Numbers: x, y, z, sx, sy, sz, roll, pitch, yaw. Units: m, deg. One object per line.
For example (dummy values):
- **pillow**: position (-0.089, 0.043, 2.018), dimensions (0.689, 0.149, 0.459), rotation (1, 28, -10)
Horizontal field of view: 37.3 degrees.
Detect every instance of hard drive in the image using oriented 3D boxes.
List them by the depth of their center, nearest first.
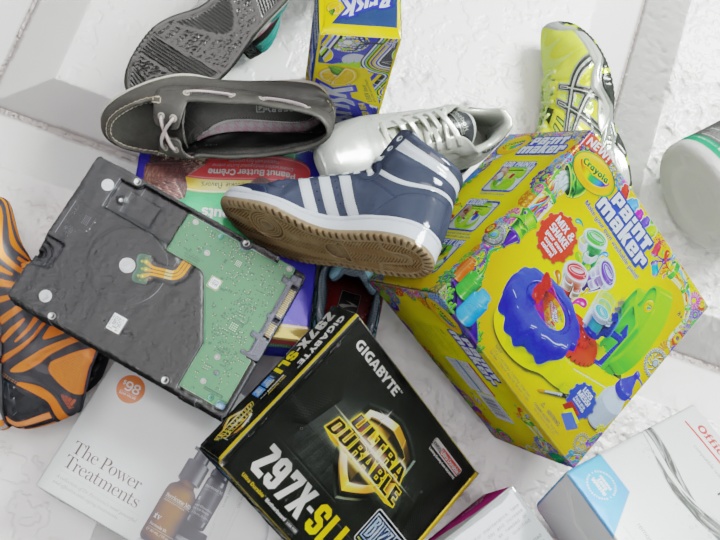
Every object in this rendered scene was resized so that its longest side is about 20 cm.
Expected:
- **hard drive**: position (-0.163, 0.015, 0.871), dimensions (0.199, 0.038, 0.140), rotation (28, 74, 1)

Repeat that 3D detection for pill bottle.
- **pill bottle**: position (0.397, -0.107, 1.015), dimensions (0.199, 0.113, 0.114), rotation (-25, 79, -13)

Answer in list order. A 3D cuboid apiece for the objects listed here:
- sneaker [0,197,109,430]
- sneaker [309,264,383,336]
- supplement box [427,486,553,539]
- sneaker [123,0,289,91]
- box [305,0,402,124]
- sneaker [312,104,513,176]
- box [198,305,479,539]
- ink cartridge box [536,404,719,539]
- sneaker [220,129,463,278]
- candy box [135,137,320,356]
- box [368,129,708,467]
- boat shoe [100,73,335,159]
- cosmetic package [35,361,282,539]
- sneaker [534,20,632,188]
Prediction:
- **sneaker**: position (-0.268, 0.031, 0.910), dimensions (0.111, 0.078, 0.201), rotation (-8, 87, 0)
- **sneaker**: position (0.000, 0.000, 0.945), dimensions (0.079, 0.096, 0.201), rotation (9, 74, -5)
- **supplement box**: position (0.137, 0.291, 0.882), dimensions (0.103, 0.101, 0.200), rotation (-36, 82, -15)
- **sneaker**: position (-0.136, -0.216, 0.974), dimensions (0.200, 0.121, 0.084), rotation (-44, 96, -10)
- **box**: position (-0.011, -0.186, 0.939), dimensions (0.070, 0.200, 0.065), rotation (2, 75, -6)
- **sneaker**: position (0.046, -0.117, 0.954), dimensions (0.199, 0.080, 0.077), rotation (-17, 87, -38)
- **box**: position (-0.012, 0.156, 0.875), dimensions (0.160, 0.049, 0.200), rotation (-45, 118, -16)
- **ink cartridge box**: position (0.263, 0.192, 0.899), dimensions (0.199, 0.067, 0.116), rotation (-20, 61, -31)
- **sneaker**: position (-0.012, -0.063, 0.877), dimensions (0.199, 0.070, 0.109), rotation (12, 60, 26)
- **candy box**: position (-0.121, -0.034, 0.949), dimensions (0.168, 0.077, 0.201), rotation (7, 75, -5)
- **box**: position (0.153, 0.019, 0.908), dimensions (0.193, 0.122, 0.200), rotation (-46, 112, -16)
- **boat shoe**: position (-0.119, -0.125, 0.892), dimensions (0.199, 0.067, 0.057), rotation (-5, 33, -5)
- **cosmetic package**: position (-0.147, 0.168, 0.907), dimensions (0.199, 0.052, 0.151), rotation (29, 71, 1)
- **sneaker**: position (0.200, -0.147, 1.021), dimensions (0.076, 0.075, 0.201), rotation (-10, 75, -10)
